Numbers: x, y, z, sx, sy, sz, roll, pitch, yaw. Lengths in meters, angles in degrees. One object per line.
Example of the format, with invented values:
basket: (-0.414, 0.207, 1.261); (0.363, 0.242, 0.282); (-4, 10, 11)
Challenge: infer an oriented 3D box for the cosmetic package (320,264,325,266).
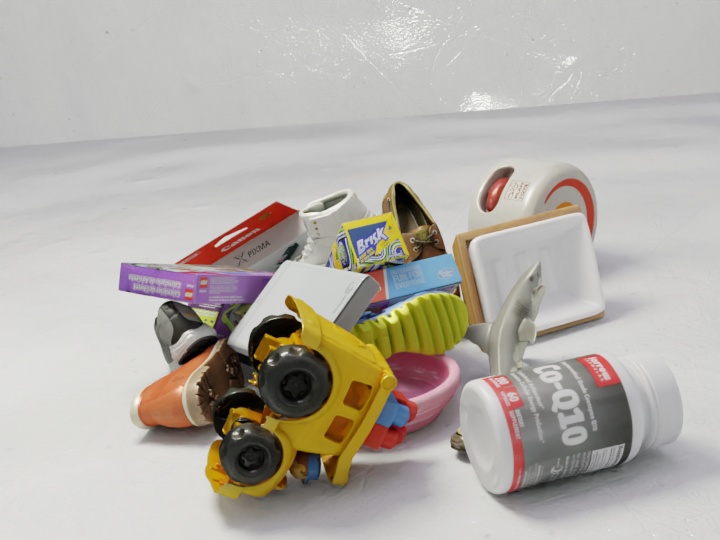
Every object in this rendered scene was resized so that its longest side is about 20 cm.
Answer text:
cosmetic package: (0.019, 0.034, 1.661); (0.199, 0.088, 0.103); (-9, 15, -6)

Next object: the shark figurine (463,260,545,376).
shark figurine: (0.161, 0.096, 1.401); (0.089, 0.128, 0.215); (18, 47, 4)

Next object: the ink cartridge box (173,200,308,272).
ink cartridge box: (-0.162, -0.028, 1.762); (0.200, 0.044, 0.173); (-30, -14, 15)

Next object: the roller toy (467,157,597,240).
roller toy: (0.265, -0.075, 1.767); (0.200, 0.183, 0.139); (-20, 22, -39)

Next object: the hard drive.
hard drive: (-0.072, 0.053, 1.377); (0.132, 0.027, 0.200); (-55, 29, -15)

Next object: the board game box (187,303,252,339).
board game box: (-0.160, 0.060, 1.611); (0.199, 0.121, 0.032); (7, -18, 36)

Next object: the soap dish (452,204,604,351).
soap dish: (0.223, 0.009, 1.573); (0.199, 0.158, 0.081); (-14, 1, -24)

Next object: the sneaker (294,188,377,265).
sneaker: (-0.068, -0.040, 1.710); (0.200, 0.116, 0.074); (-36, 29, 12)

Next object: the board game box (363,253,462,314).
board game box: (0.026, 0.050, 1.495); (0.152, 0.040, 0.200); (-13, -19, -22)

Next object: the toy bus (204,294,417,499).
toy bus: (-0.043, 0.154, 1.201); (0.191, 0.201, 0.136); (27, 8, -18)

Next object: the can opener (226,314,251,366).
can opener: (-0.107, 0.092, 1.472); (0.053, 0.067, 0.200); (-45, 23, -22)

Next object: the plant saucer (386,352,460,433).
plant saucer: (0.018, 0.143, 1.358); (0.200, 0.051, 0.201); (-5, 16, 1)

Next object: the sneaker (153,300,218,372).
sneaker: (-0.230, 0.081, 1.515); (0.074, 0.079, 0.200); (-35, -4, -15)

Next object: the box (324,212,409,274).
box: (0.000, 0.000, 1.492); (0.070, 0.065, 0.200); (-14, -19, -16)

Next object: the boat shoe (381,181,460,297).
boat shoe: (0.078, -0.034, 1.592); (0.072, 0.068, 0.200); (-20, 57, -16)

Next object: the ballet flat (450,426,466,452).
ballet flat: (0.185, 0.154, 1.265); (0.199, 0.047, 0.067); (-13, 17, -21)

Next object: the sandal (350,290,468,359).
sandal: (0.036, 0.069, 1.387); (0.199, 0.080, 0.087); (-12, 13, -25)

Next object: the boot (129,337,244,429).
boot: (-0.209, 0.139, 1.428); (0.107, 0.075, 0.200); (-15, 8, 16)

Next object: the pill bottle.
pill bottle: (0.210, 0.146, 1.164); (0.199, 0.114, 0.114); (-11, 17, -15)

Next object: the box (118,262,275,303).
box: (-0.193, 0.017, 1.513); (0.136, 0.039, 0.200); (7, 3, 36)
